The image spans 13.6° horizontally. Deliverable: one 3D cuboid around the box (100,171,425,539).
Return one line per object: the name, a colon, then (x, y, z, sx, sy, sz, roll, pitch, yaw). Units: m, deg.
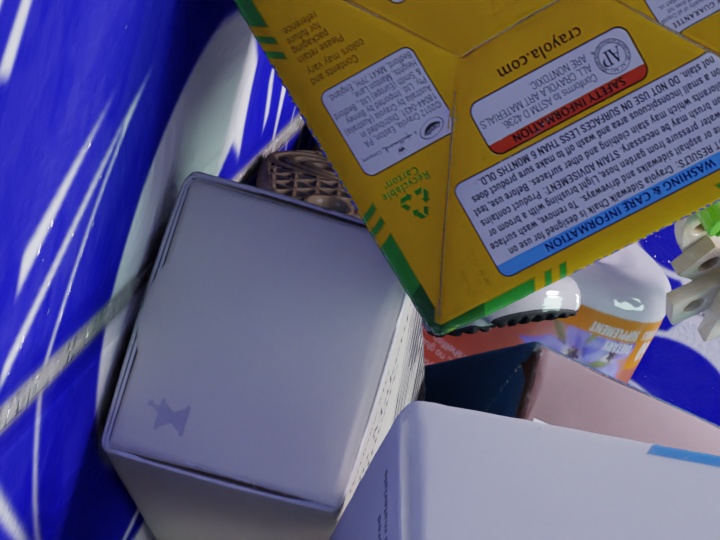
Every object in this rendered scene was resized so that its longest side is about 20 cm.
box: (-0.023, 0.042, 0.874, 0.200, 0.068, 0.083, 83, 24, -77)

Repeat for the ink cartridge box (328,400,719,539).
ink cartridge box: (0.048, 0.134, 0.806, 0.200, 0.144, 0.085, 117, -21, -50)

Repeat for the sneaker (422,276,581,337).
sneaker: (0.042, -0.019, 1.170, 0.200, 0.073, 0.081, 179, -99, -80)

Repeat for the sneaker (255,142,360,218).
sneaker: (0.000, 0.000, 0.999, 0.200, 0.070, 0.076, -49, 154, -77)

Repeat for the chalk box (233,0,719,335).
chalk box: (0.056, -0.088, 0.814, 0.124, 0.124, 0.200, 59, 19, -10)

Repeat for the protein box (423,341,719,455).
protein box: (0.072, 0.132, 1.034, 0.198, 0.199, 0.136, -15, -126, 59)

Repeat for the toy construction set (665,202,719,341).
toy construction set: (0.110, -0.064, 1.247, 0.092, 0.200, 0.131, -24, 160, -44)

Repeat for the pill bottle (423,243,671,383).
pill bottle: (0.045, 0.066, 1.330, 0.201, 0.112, 0.112, -63, 178, 16)
